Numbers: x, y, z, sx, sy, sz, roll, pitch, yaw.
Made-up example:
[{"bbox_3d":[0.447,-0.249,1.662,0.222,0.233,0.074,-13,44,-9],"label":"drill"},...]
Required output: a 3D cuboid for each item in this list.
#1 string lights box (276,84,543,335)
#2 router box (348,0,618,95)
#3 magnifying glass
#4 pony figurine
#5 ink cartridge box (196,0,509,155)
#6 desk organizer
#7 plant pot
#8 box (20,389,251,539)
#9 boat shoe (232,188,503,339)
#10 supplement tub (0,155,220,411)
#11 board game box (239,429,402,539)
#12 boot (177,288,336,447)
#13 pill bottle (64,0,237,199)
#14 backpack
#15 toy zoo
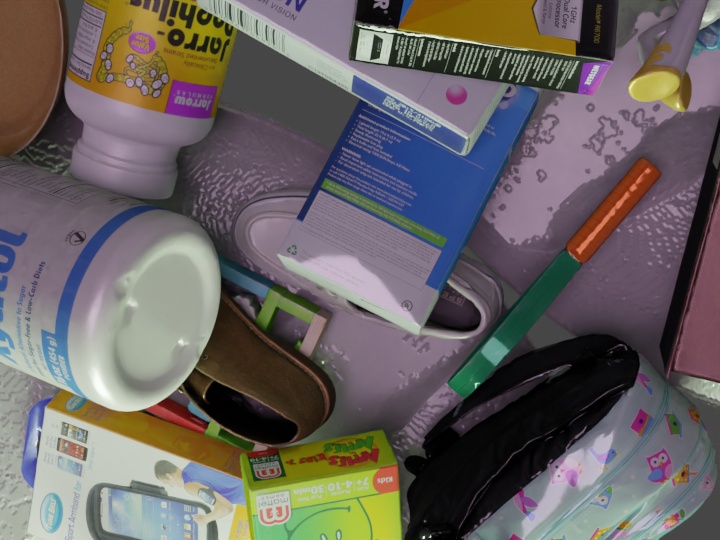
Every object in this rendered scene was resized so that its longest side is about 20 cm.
[{"bbox_3d":[0.039,-0.071,0.831,0.103,0.059,0.200,27,83,6],"label":"string lights box"},{"bbox_3d":[0.079,-0.212,0.761,0.149,0.051,0.200,8,71,-2],"label":"router box"},{"bbox_3d":[0.128,0.006,0.862,0.022,0.080,0.200,42,96,4],"label":"magnifying glass"},{"bbox_3d":[0.237,-0.181,0.742,0.193,0.200,0.167,-11,140,20],"label":"pony figurine"},{"bbox_3d":[0.031,-0.203,0.805,0.196,0.043,0.200,29,77,6],"label":"ink cartridge box"},{"bbox_3d":[0.255,-0.026,0.823,0.077,0.072,0.200,13,103,7],"label":"desk organizer"},{"bbox_3d":[-0.275,-0.176,0.906,0.200,0.027,0.200,11,110,31],"label":"plant pot"},{"bbox_3d":[-0.167,0.167,0.959,0.200,0.041,0.119,17,116,7],"label":"box"},{"bbox_3d":[0.000,0.000,0.886,0.200,0.066,0.072,24,105,7],"label":"boat shoe"},{"bbox_3d":[-0.205,0.003,0.846,0.200,0.132,0.132,17,105,27],"label":"supplement tub"},{"bbox_3d":[-0.022,0.216,0.897,0.101,0.048,0.200,-9,114,-11],"label":"board game box"},{"bbox_3d":[-0.114,0.056,0.896,0.200,0.075,0.074,30,110,9],"label":"boot"},{"bbox_3d":[-0.139,-0.154,0.867,0.104,0.104,0.200,18,105,8],"label":"pill bottle"},{"bbox_3d":[0.130,0.137,0.850,0.200,0.167,0.127,-40,106,13],"label":"backpack"},{"bbox_3d":[-0.136,0.044,0.948,0.200,0.020,0.131,26,105,6],"label":"toy zoo"}]
